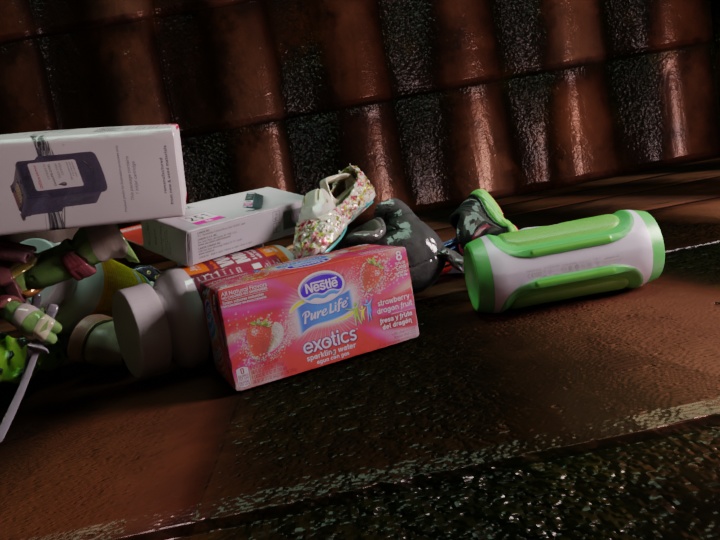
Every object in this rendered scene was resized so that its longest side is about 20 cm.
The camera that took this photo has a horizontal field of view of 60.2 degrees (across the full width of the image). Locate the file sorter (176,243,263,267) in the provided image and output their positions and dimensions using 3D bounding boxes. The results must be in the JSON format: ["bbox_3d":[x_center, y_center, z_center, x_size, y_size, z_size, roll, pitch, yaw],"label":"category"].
[{"bbox_3d":[-0.196,0.005,0.929,0.121,0.142,0.200,-13,8,-9],"label":"file sorter"}]

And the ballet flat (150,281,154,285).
[{"bbox_3d":[-0.329,0.048,1.058,0.195,0.075,0.073,-13,8,-20],"label":"ballet flat"}]

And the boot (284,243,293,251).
[{"bbox_3d":[-0.132,0.004,1.138,0.074,0.075,0.198,6,26,41],"label":"boot"}]

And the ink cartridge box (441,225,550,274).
[{"bbox_3d":[0.207,-0.033,1.002,0.197,0.059,0.161,3,15,42],"label":"ink cartridge box"}]

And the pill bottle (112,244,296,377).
[{"bbox_3d":[-0.163,0.043,0.692,0.197,0.113,0.108,-15,9,-37],"label":"pill bottle"}]

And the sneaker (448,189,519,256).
[{"bbox_3d":[0.175,-0.034,0.848,0.083,0.077,0.201,-33,31,10],"label":"sneaker"}]

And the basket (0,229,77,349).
[{"bbox_3d":[-0.474,0.015,0.981,0.132,0.205,0.180,-8,8,9],"label":"basket"}]

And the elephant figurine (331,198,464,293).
[{"bbox_3d":[0.000,0.000,0.784,0.197,0.143,0.156,-19,-21,-34],"label":"elephant figurine"}]

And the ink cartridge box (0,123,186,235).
[{"bbox_3d":[-0.277,-0.095,0.615,0.195,0.087,0.145,-7,16,-14],"label":"ink cartridge box"}]

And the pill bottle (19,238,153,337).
[{"bbox_3d":[-0.359,0.030,0.801,0.110,0.116,0.200,-9,-16,10],"label":"pill bottle"}]

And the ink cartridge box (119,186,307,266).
[{"bbox_3d":[-0.183,-0.068,0.768,0.171,0.045,0.198,18,27,35],"label":"ink cartridge box"}]

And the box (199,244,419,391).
[{"bbox_3d":[-0.051,0.039,0.624,0.196,0.098,0.099,-13,9,-23],"label":"box"}]

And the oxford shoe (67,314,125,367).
[{"bbox_3d":[-0.280,0.087,0.783,0.072,0.072,0.200,18,11,8],"label":"oxford shoe"}]

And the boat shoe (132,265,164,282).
[{"bbox_3d":[-0.356,0.031,1.127,0.195,0.093,0.071,-12,8,-12],"label":"boat shoe"}]

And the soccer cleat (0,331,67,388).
[{"bbox_3d":[-0.417,0.111,0.729,0.080,0.069,0.200,-27,-3,-3],"label":"soccer cleat"}]

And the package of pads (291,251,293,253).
[{"bbox_3d":[-0.063,0.002,1.001,0.117,0.078,0.200,-7,7,1],"label":"package of pads"}]

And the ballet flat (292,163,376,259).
[{"bbox_3d":[-0.040,-0.077,0.763,0.074,0.065,0.201,-17,19,27],"label":"ballet flat"}]

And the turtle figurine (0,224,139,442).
[{"bbox_3d":[-0.312,0.039,0.631,0.192,0.202,0.144,-34,-8,-18],"label":"turtle figurine"}]

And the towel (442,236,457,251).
[{"bbox_3d":[0.139,-0.031,1.010,0.142,0.024,0.200,-23,-3,-2],"label":"towel"}]

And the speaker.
[{"bbox_3d":[0.214,-0.010,0.667,0.195,0.091,0.088,-10,7,0],"label":"speaker"}]
